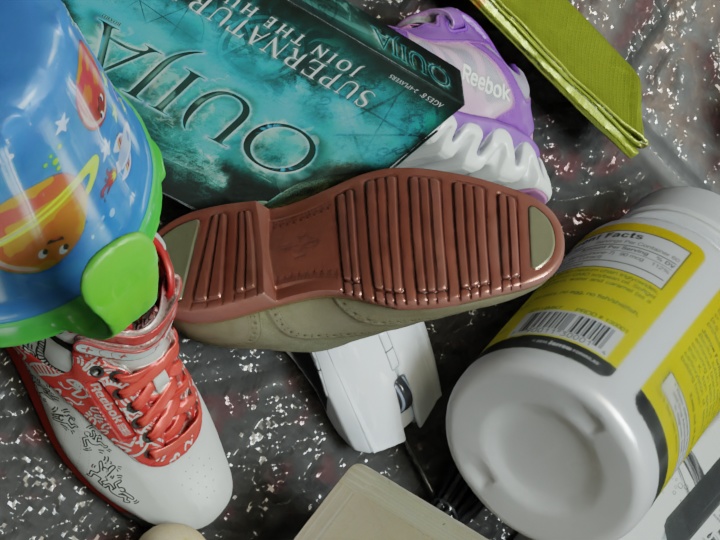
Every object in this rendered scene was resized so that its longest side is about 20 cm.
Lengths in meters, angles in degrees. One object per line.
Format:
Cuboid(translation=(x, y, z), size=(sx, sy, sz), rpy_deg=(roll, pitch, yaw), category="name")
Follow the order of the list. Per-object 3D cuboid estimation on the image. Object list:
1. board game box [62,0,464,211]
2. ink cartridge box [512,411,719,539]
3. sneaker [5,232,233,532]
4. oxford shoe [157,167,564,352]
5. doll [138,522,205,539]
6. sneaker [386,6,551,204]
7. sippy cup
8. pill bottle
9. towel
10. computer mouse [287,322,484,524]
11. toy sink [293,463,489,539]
Cuboid(translation=(-0.070, -0.089, 0.973), size=(0.199, 0.135, 0.028), rpy_deg=(27, 40, -31), category="board game box")
Cuboid(translation=(0.174, 0.167, 1.161), size=(0.200, 0.084, 0.145), rpy_deg=(-43, 108, -28), category="ink cartridge box")
Cuboid(translation=(-0.108, 0.043, 0.975), size=(0.067, 0.108, 0.202), rpy_deg=(-43, 108, -27), category="sneaker")
Cuboid(translation=(0.000, 0.000, 1.017), size=(0.074, 0.199, 0.071), rpy_deg=(67, 23, -60), category="oxford shoe")
Cuboid(translation=(-0.071, 0.217, 1.020), size=(0.136, 0.048, 0.201), rpy_deg=(-20, 97, -43), category="doll")
Cuboid(translation=(0.026, -0.098, 1.083), size=(0.200, 0.080, 0.089), rpy_deg=(28, 61, -48), category="sneaker")
Cuboid(translation=(-0.155, -0.057, 0.856), size=(0.177, 0.131, 0.140), rpy_deg=(10, 63, 9), category="sippy cup")
Cuboid(translation=(0.138, 0.044, 1.110), size=(0.200, 0.114, 0.115), rpy_deg=(-44, 110, -45), category="pill bottle")
Cuboid(translation=(0.088, -0.149, 1.147), size=(0.200, 0.018, 0.086), rpy_deg=(42, 32, -23), category="towel")
Cuboid(translation=(0.010, 0.053, 1.088), size=(0.110, 0.044, 0.201), rpy_deg=(-40, 107, -28), category="computer mouse")
Cuboid(translation=(0.056, 0.200, 0.982), size=(0.112, 0.200, 0.130), rpy_deg=(-52, 136, -12), category="toy sink")
